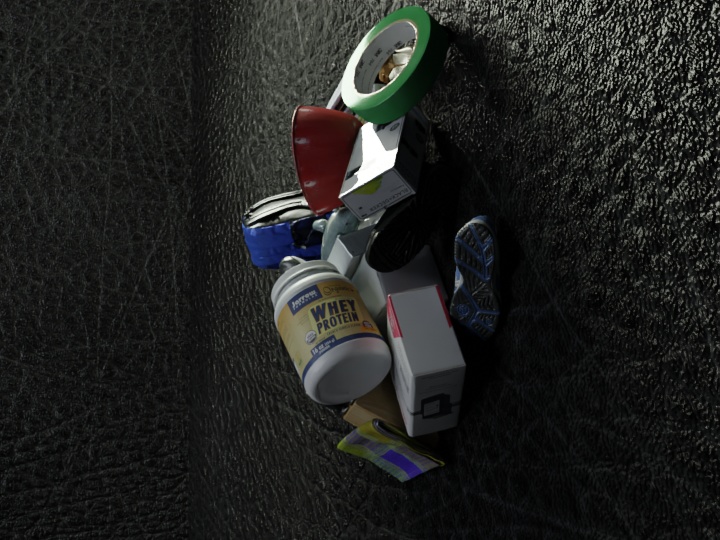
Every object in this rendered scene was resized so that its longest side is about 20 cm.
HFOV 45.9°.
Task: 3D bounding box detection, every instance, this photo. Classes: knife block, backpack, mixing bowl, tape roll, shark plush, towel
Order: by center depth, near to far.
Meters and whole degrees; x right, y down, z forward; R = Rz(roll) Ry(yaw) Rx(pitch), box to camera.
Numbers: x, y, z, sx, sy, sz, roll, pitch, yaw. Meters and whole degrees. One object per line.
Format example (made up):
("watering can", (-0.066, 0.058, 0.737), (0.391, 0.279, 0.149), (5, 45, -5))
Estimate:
("knife block", (0.014, 0.231, 1.409), (0.200, 0.175, 0.064), (66, 150, 24))
("tape roll", (0.055, -0.341, 1.416), (0.200, 0.048, 0.201), (-29, 45, 34))
("towel", (0.049, 0.303, 1.419), (0.023, 0.143, 0.200), (-64, 9, -28))
("mixing bowl", (-0.039, -0.204, 1.519), (0.200, 0.108, 0.201), (-8, -90, -75))
("shark plush", (-0.024, -0.070, 1.596), (0.200, 0.091, 0.083), (-36, 35, 52))
("backpack", (-0.138, -0.071, 1.755), (0.163, 0.199, 0.168), (-100, 0, -69))

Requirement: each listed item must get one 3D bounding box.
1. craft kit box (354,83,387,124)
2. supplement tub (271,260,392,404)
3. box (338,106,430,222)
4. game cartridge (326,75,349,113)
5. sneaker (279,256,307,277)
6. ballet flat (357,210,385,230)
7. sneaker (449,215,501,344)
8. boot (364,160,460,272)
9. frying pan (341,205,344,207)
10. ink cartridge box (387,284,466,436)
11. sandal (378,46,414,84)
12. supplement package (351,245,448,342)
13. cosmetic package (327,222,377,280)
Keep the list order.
("craft kit box", (0.023, -0.215, 1.616), (0.200, 0.048, 0.198), (128, 140, -56))
("supplement tub", (-0.052, 0.095, 1.350), (0.200, 0.144, 0.145), (60, 143, 36))
("box", (0.042, -0.182, 1.383), (0.116, 0.060, 0.200), (-26, 33, 33))
("game cartridge", (-0.028, -0.351, 1.681), (0.200, 0.041, 0.133), (-47, 22, 57))
("sneaker", (-0.099, 0.069, 1.479), (0.074, 0.084, 0.200), (-40, 73, 53))
("ballet flat", (0.018, -0.056, 1.592), (0.200, 0.069, 0.070), (114, 149, -43))
("sneaker", (0.173, 0.015, 1.227), (0.077, 0.076, 0.200), (-53, -30, -58))
("boot", (0.061, -0.096, 1.391), (0.211, 0.079, 0.158), (-49, 27, -8))
("frying pan", (-0.037, -0.212, 1.679), (0.115, 0.031, 0.190), (-111, 34, -46))
("ink cartridge box", (0.096, 0.141, 1.295), (0.200, 0.084, 0.145), (88, 169, -54))
("sandal", (0.054, -0.370, 1.528), (0.200, 0.054, 0.081), (-134, 49, -60))
("supplement package", (0.048, 0.062, 1.445), (0.200, 0.117, 0.117), (117, 145, -48))
("cosmetic package", (0.000, 0.000, 1.517), (0.052, 0.151, 0.200), (52, 141, 23))
